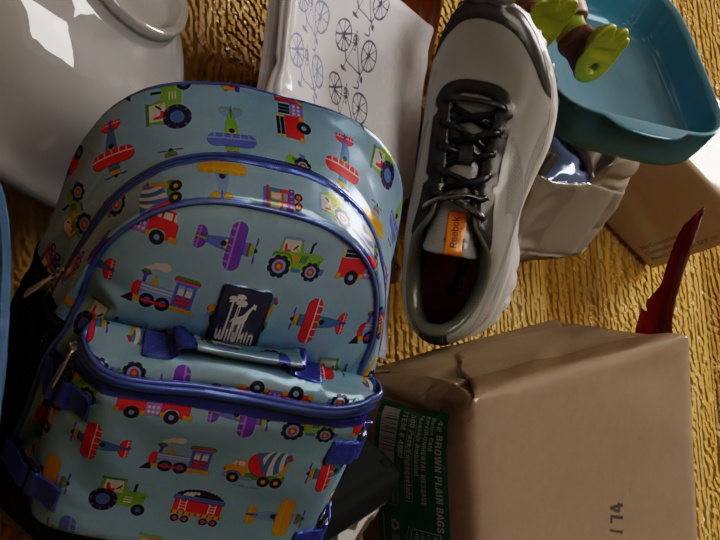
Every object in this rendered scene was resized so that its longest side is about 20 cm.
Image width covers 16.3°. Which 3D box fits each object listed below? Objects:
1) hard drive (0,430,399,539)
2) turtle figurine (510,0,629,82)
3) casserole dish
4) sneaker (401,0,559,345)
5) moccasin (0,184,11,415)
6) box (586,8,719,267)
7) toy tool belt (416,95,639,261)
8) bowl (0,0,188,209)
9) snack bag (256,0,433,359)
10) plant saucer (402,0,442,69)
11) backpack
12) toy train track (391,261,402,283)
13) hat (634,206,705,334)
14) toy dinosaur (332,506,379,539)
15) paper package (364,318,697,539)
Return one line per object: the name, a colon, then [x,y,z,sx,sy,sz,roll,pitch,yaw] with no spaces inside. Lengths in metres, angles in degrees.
hard drive: [-0.086,0.101,1.269,0.139,0.033,0.200,39,35,17]
turtle figurine: [0.088,-0.190,1.473,0.200,0.064,0.162,40,21,-48]
casserole dish: [0.148,-0.126,1.528,0.120,0.039,0.201,12,35,-18]
sneaker: [0.063,-0.052,1.388,0.079,0.073,0.202,-43,142,-72]
moccasin: [-0.202,0.045,1.168,0.068,0.080,0.201,7,67,-17]
box: [0.179,-0.100,1.688,0.200,0.095,0.078,41,46,-29]
toy tool belt: [0.074,-0.068,1.543,0.123,0.125,0.200,43,23,24]
bowl: [-0.150,-0.135,1.263,0.201,0.090,0.202,44,27,-30]
snack bag: [-0.012,-0.065,1.342,0.188,0.021,0.201,33,62,-61]
plant saucer: [-0.007,-0.132,1.451,0.200,0.037,0.201,-54,154,-41]
backpack: [-0.067,0.019,1.176,0.181,0.201,0.135,14,34,-18]
toy train track: [0.000,0.000,1.424,0.200,0.032,0.115,-65,152,-49]
hat: [0.181,0.110,1.523,0.200,0.175,0.166,44,44,-28]
toy dinosaur: [-0.061,0.174,1.288,0.199,0.102,0.077,-13,117,-36]
paper package: [0.097,0.142,1.406,0.190,0.103,0.201,-13,104,-42]
